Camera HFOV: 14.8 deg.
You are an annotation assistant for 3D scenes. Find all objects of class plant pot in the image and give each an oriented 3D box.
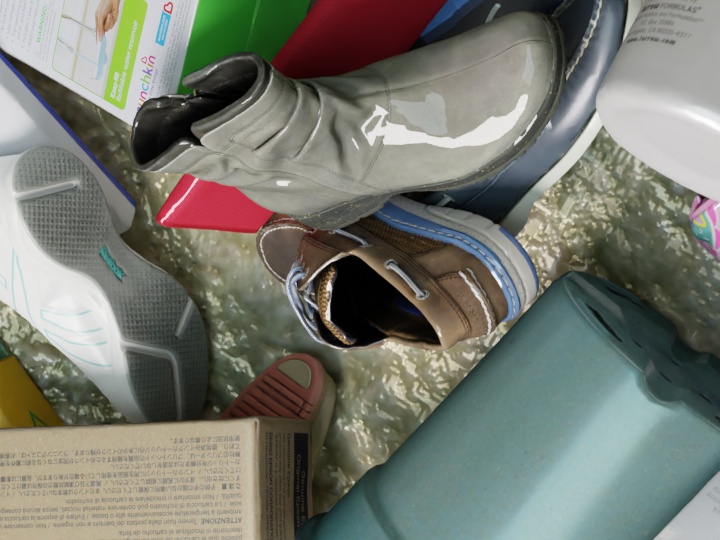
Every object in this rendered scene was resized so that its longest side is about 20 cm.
[{"bbox_3d":[0.102,0.119,1.407,0.200,0.200,0.196,39,104,9],"label":"plant pot"}]

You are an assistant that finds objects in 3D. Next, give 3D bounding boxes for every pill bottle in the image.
[{"bbox_3d":[0.203,-0.137,1.310,0.114,0.114,0.200,26,79,14],"label":"pill bottle"}]

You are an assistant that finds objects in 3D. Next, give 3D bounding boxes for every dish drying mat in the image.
[{"bbox_3d":[-0.026,-0.093,1.418,0.200,0.077,0.018,-50,58,29],"label":"dish drying mat"}]

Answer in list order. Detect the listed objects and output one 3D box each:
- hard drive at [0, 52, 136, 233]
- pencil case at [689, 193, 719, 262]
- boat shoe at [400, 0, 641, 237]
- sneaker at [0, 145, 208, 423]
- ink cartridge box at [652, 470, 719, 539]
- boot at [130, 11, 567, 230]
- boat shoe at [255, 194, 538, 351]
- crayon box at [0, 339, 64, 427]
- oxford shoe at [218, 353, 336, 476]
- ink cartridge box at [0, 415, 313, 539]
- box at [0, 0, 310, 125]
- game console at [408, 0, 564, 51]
[{"bbox_3d":[-0.230,-0.076,1.499,0.132,0.025,0.200,-13,137,28],"label":"hard drive"},{"bbox_3d":[0.248,0.026,1.379,0.087,0.087,0.200,-37,89,24],"label":"pencil case"},{"bbox_3d":[0.078,-0.082,1.398,0.062,0.075,0.200,20,141,-13],"label":"boat shoe"},{"bbox_3d":[-0.152,0.013,1.521,0.080,0.070,0.201,-4,129,41],"label":"sneaker"},{"bbox_3d":[0.186,0.170,1.351,0.200,0.160,0.047,-45,52,-12],"label":"ink cartridge box"},{"bbox_3d":[-0.008,-0.077,1.333,0.200,0.130,0.068,-27,61,37],"label":"boot"},{"bbox_3d":[0.000,0.000,1.431,0.200,0.072,0.072,7,129,53],"label":"boat shoe"},{"bbox_3d":[-0.214,0.141,1.599,0.127,0.051,0.200,-39,86,24],"label":"crayon box"},{"bbox_3d":[-0.057,0.141,1.540,0.071,0.074,0.200,38,104,52],"label":"oxford shoe"},{"bbox_3d":[-0.125,0.163,1.479,0.199,0.075,0.165,-3,85,24],"label":"ink cartridge box"},{"bbox_3d":[-0.112,-0.193,1.428,0.176,0.097,0.201,30,117,32],"label":"box"},{"bbox_3d":[0.032,-0.210,1.396,0.118,0.171,0.200,-37,87,-3],"label":"game console"}]
